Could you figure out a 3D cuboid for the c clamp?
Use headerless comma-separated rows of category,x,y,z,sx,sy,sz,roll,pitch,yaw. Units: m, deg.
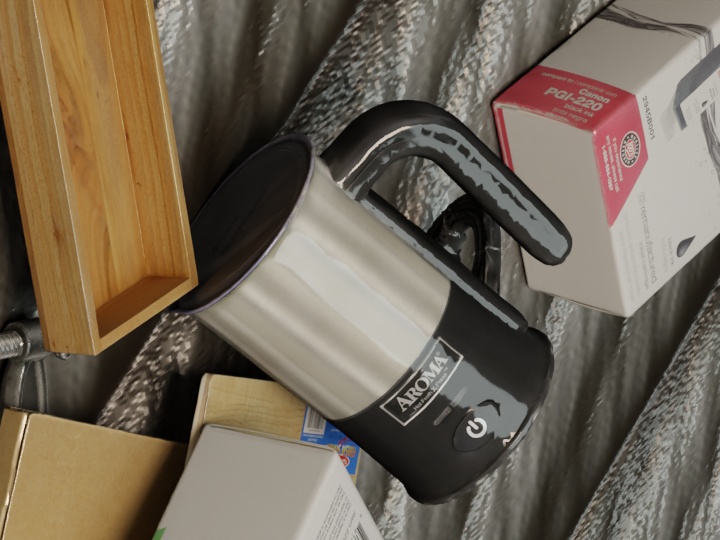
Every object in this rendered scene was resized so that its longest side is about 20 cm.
c clamp,-0.214,0.066,1.518,0.199,0.027,0.172,-19,121,-47

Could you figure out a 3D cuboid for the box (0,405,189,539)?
box,-0.146,0.182,1.587,0.163,0.021,0.201,16,84,-50

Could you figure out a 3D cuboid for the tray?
tray,-0.136,-0.070,1.512,0.099,0.037,0.201,-36,123,-53

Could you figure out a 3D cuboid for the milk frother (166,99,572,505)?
milk frother,0.000,0.000,1.672,0.188,0.200,0.181,40,77,-23

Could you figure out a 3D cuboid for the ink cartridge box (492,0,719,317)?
ink cartridge box,0.184,-0.088,1.880,0.200,0.085,0.146,-41,133,-34

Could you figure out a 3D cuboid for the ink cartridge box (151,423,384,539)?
ink cartridge box,-0.044,0.200,1.601,0.146,0.084,0.200,-65,150,-29

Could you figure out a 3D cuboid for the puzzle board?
puzzle board,-0.055,0.136,1.673,0.200,0.017,0.152,11,88,-65
